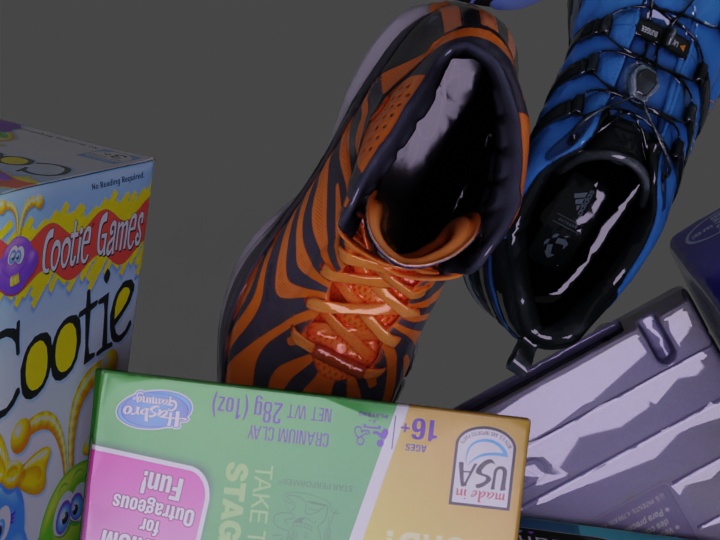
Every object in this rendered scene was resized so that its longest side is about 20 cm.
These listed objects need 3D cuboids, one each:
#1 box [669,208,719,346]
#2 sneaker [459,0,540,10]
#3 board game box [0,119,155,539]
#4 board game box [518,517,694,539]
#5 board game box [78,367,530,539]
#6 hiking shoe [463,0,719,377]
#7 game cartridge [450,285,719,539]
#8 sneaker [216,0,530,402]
[{"bbox_3d":[0.228,0.000,0.863,0.200,0.184,0.105,-30,102,5],"label":"box"},{"bbox_3d":[-0.014,-0.136,0.856,0.078,0.070,0.200,-28,141,33],"label":"sneaker"},{"bbox_3d":[-0.152,0.051,0.883,0.105,0.103,0.200,15,106,24],"label":"board game box"},{"bbox_3d":[0.039,0.167,0.935,0.200,0.047,0.151,9,107,-5],"label":"board game box"},{"bbox_3d":[-0.028,0.141,0.860,0.153,0.040,0.201,6,87,-7],"label":"board game box"},{"bbox_3d":[0.102,-0.059,0.891,0.074,0.087,0.200,19,103,-9],"label":"hiking shoe"},{"bbox_3d":[0.067,0.108,0.962,0.200,0.038,0.130,-29,108,6],"label":"game cartridge"},{"bbox_3d":[0.000,0.000,0.889,0.077,0.112,0.200,19,103,-7],"label":"sneaker"}]
